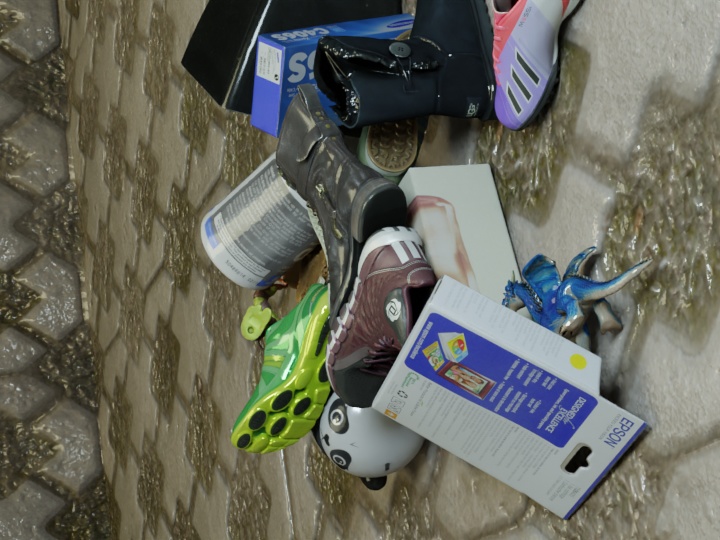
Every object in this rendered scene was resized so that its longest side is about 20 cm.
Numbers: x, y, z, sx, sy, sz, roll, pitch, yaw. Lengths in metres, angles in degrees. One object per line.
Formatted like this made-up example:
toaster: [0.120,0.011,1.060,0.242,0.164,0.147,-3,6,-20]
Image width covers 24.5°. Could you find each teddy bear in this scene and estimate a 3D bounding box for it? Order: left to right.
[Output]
teddy bear: [-0.019,0.011,1.883,0.200,0.067,0.145,139,141,-68]

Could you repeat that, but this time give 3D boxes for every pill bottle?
pill bottle: [-0.078,-0.076,1.884,0.200,0.114,0.114,-39,50,29]

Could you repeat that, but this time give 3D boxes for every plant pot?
plant pot: [-0.063,-0.267,1.823,0.200,0.199,0.178,-133,56,-61]

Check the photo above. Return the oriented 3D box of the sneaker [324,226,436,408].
sneaker: [0.027,0.069,1.512,0.116,0.075,0.200,-123,36,-48]

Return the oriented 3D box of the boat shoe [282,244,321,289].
boat shoe: [-0.053,-0.070,1.997,0.072,0.072,0.200,-97,14,-56]

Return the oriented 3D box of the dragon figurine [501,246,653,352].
dragon figurine: [0.170,0.014,1.373,0.200,0.059,0.100,114,145,-58]

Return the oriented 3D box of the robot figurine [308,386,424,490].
robot figurine: [-0.006,0.143,1.789,0.125,0.150,0.200,-51,27,3]

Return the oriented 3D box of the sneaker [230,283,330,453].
sneaker: [-0.068,0.102,1.725,0.200,0.074,0.084,-57,31,3]

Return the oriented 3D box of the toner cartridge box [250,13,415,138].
toner cartridge box: [-0.017,-0.198,1.669,0.043,0.200,0.095,31,124,40]

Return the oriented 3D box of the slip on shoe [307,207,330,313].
slip on shoe: [0.000,0.000,1.671,0.074,0.061,0.201,-28,62,21]

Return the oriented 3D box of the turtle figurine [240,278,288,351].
turtle figurine: [-0.095,0.072,1.951,0.200,0.064,0.161,54,-173,8]

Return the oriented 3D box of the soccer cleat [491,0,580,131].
soccer cleat: [0.137,-0.205,1.420,0.200,0.073,0.068,107,153,-42]

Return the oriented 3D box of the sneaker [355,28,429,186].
sneaker: [0.033,-0.146,1.641,0.090,0.067,0.201,113,175,-51]

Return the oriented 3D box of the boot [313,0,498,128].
boot: [0.037,-0.216,1.562,0.077,0.168,0.201,111,151,-48]

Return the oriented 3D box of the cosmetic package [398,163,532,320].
cosmetic package: [0.091,0.011,1.558,0.103,0.087,0.201,117,145,-56]

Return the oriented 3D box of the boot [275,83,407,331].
boot: [-0.027,-0.057,1.588,0.174,0.069,0.200,47,137,40]

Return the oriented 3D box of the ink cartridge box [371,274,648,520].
ink cartridge box: [0.124,0.109,1.395,0.047,0.200,0.198,-61,-2,-34]
